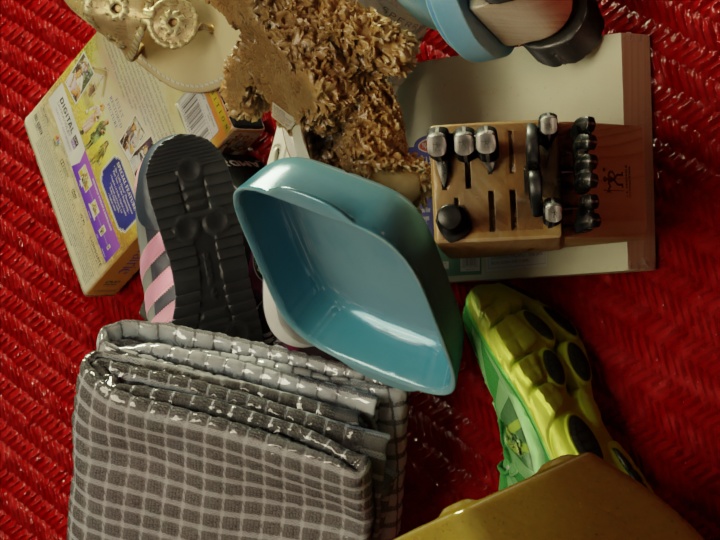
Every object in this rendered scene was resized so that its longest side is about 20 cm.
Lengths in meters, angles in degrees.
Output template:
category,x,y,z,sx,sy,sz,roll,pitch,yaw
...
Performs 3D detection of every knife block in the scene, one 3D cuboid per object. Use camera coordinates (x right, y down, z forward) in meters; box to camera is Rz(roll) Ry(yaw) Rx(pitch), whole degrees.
category,x,y,z,sx,sy,sz,roll,pitch,yaw
knife block,0.061,-0.045,1.606,0.199,0.175,0.064,-5,85,49

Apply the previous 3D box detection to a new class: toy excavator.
category,x,y,z,sx,sy,sz,roll,pitch,yaw
toy excavator,0.029,-0.203,1.690,0.199,0.100,0.196,-9,63,26

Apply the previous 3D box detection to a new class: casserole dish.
category,x,y,z,sx,sy,sz,roll,pitch,yaw
casserole dish,0.000,0.000,1.663,0.121,0.200,0.039,21,65,25

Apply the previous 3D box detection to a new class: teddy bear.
category,x,y,z,sx,sy,sz,roll,pitch,yaw
teddy bear,-0.021,-0.111,1.690,0.200,0.067,0.145,55,144,17

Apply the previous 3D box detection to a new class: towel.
category,x,y,z,sx,sy,sz,roll,pitch,yaw
towel,-0.075,0.131,1.778,0.199,0.086,0.166,13,124,10

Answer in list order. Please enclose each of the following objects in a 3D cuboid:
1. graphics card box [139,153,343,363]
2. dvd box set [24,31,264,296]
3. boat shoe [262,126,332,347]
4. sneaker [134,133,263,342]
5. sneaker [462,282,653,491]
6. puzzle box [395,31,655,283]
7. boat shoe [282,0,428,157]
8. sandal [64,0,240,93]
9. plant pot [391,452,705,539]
category,x,y,z,sx,sy,sz,roll,pitch,yaw
graphics card box,-0.052,0.029,1.872,0.200,0.051,0.126,46,123,40
dvd box set,-0.147,-0.097,1.994,0.200,0.029,0.147,-46,56,40
boat shoe,-0.028,-0.046,1.801,0.066,0.072,0.201,-19,58,54
sneaker,-0.101,0.016,1.856,0.082,0.070,0.201,-172,79,-76
sneaker,0.098,0.096,1.680,0.084,0.074,0.201,-42,60,36
puzzle box,0.089,-0.062,1.726,0.199,0.025,0.134,-3,88,49
boat shoe,0.008,-0.149,1.754,0.069,0.071,0.201,3,77,54
sandal,-0.155,-0.168,1.926,0.211,0.069,0.078,32,113,47
plant pot,0.091,0.212,1.565,0.194,0.195,0.201,-29,82,45
